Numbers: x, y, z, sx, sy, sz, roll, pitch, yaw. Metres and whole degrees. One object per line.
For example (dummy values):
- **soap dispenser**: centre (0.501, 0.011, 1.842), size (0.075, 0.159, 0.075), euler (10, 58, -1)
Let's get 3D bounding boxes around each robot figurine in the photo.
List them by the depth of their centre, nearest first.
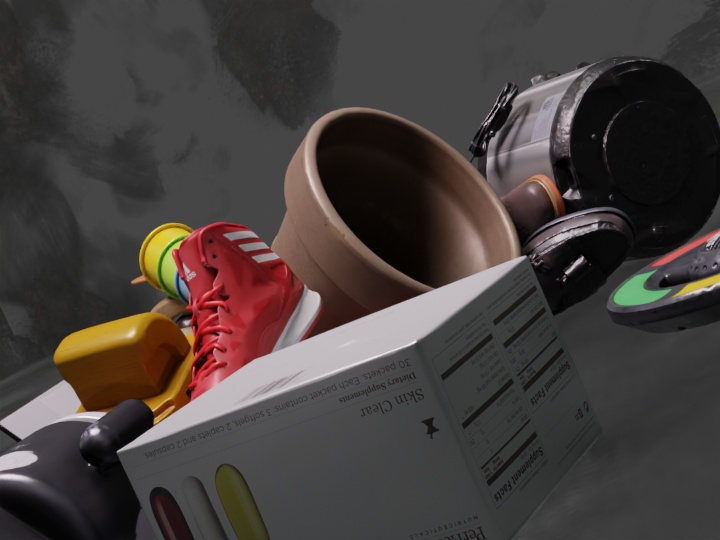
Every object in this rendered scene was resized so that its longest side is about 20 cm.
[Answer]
- **robot figurine**: centre (-0.185, 0.164, 0.967), size (0.149, 0.126, 0.200), euler (-20, 7, 18)

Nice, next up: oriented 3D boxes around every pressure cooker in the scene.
- **pressure cooker**: centre (0.201, -0.092, 1.379), size (0.175, 0.180, 0.200), euler (-30, 8, -24)

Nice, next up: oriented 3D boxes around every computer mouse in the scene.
- **computer mouse**: centre (0.095, -0.073, 1.367), size (0.201, 0.034, 0.059), euler (-63, -5, 25)

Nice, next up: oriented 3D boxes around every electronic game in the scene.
- **electronic game**: centre (0.259, -0.011, 1.052), size (0.199, 0.042, 0.200), euler (-25, 5, 3)

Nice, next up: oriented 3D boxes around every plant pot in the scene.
- **plant pot**: centre (0.000, 0.000, 1.244), size (0.175, 0.200, 0.200), euler (-50, -11, 36)

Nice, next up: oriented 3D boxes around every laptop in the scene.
- **laptop**: centre (-0.187, 0.126, 1.419), size (0.116, 0.199, 0.187), euler (-59, -7, 18)

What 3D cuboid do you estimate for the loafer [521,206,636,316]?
- **loafer**: centre (0.137, 0.020, 1.270), size (0.199, 0.072, 0.063), euler (-28, 26, 25)

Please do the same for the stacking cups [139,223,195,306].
- **stacking cups**: centre (-0.116, 0.007, 1.265), size (0.060, 0.061, 0.200), euler (-27, 23, -22)

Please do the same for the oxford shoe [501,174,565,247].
- **oxford shoe**: centre (0.107, -0.006, 1.325), size (0.072, 0.071, 0.200), euler (-16, -27, -36)

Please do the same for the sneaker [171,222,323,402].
- **sneaker**: centre (-0.108, 0.045, 1.085), size (0.078, 0.116, 0.200), euler (-31, 19, 32)

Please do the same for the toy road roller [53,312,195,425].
- **toy road roller**: centre (-0.163, 0.085, 1.260), size (0.122, 0.147, 0.200), euler (-14, 28, 21)

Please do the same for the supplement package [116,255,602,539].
- **supplement package**: centre (0.002, 0.093, 0.844), size (0.199, 0.112, 0.156), euler (-23, 5, 31)

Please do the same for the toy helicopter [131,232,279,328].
- **toy helicopter**: centre (-0.120, 0.024, 1.399), size (0.200, 0.132, 0.079), euler (-39, 5, 15)
